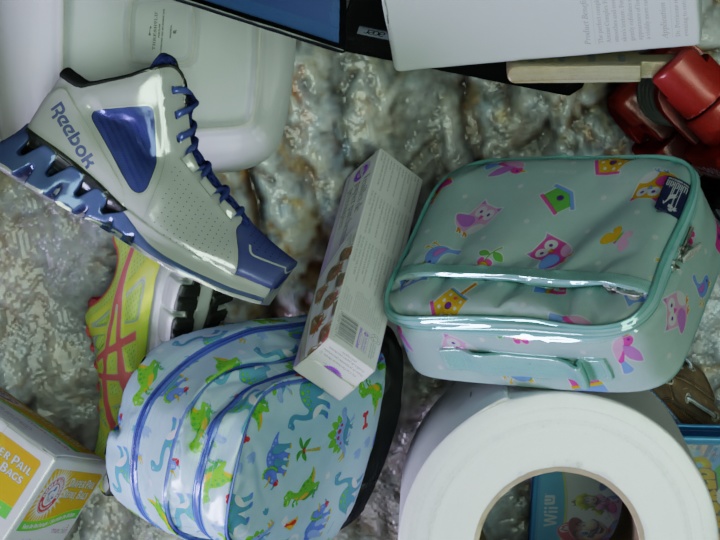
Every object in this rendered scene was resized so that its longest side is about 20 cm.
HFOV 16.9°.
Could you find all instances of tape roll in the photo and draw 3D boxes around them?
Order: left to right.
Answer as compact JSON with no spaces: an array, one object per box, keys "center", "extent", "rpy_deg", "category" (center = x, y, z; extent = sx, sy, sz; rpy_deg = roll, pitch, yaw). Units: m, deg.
[{"center":[0.123,0.162,1.554],"extent":[0.201,0.139,0.204],"rpy_deg":[0,100,1],"category":"tape roll"}]

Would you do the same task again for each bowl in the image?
[{"center":[-0.133,-0.159,1.558],"extent":[0.198,0.075,0.201],"rpy_deg":[1,98,-14],"category":"bowl"}]

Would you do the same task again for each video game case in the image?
[{"center":[0.217,0.161,1.666],"extent":[0.199,0.018,0.144],"rpy_deg":[1,132,2],"category":"video game case"}]

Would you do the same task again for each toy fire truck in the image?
[{"center":[0.196,-0.109,1.592],"extent":[0.200,0.176,0.129],"rpy_deg":[44,89,-13],"category":"toy fire truck"}]

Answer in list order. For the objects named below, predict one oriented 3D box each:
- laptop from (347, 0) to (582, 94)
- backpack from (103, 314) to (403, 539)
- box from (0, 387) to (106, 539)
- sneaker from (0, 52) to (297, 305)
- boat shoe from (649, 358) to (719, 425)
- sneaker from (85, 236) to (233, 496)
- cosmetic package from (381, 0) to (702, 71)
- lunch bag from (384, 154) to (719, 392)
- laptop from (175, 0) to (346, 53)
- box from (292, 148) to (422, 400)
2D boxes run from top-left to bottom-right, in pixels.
[{"center":[0.089,-0.242,1.620],"extent":[0.176,0.103,0.201],"rpy_deg":[10,72,-15],"category":"laptop"},{"center":[-0.068,0.106,1.548],"extent":[0.199,0.154,0.164],"rpy_deg":[9,107,-37],"category":"backpack"},{"center":[-0.269,0.175,1.551],"extent":[0.112,0.101,0.201],"rpy_deg":[34,92,16],"category":"box"},{"center":[-0.118,-0.066,1.485],"extent":[0.199,0.081,0.116],"rpy_deg":[29,89,-1],"category":"sneaker"},{"center":[0.207,0.098,1.684],"extent":[0.200,0.072,0.073],"rpy_deg":[45,51,-31],"category":"boat shoe"},{"center":[-0.146,0.054,1.600],"extent":[0.078,0.090,0.201],"rpy_deg":[-13,127,-54],"category":"sneaker"},{"center":[0.113,-0.192,1.523],"extent":[0.199,0.074,0.102],"rpy_deg":[-2,129,9],"category":"cosmetic package"},{"center":[0.122,0.002,1.509],"extent":[0.161,0.199,0.077],"rpy_deg":[-60,139,-39],"category":"lunch bag"},{"center":[-0.076,-0.237,1.475],"extent":[0.176,0.103,0.201],"rpy_deg":[17,77,-8],"category":"laptop"},{"center":[0.000,0.000,1.561],"extent":[0.041,0.201,0.039],"rpy_deg":[36,127,-18],"category":"box"}]
